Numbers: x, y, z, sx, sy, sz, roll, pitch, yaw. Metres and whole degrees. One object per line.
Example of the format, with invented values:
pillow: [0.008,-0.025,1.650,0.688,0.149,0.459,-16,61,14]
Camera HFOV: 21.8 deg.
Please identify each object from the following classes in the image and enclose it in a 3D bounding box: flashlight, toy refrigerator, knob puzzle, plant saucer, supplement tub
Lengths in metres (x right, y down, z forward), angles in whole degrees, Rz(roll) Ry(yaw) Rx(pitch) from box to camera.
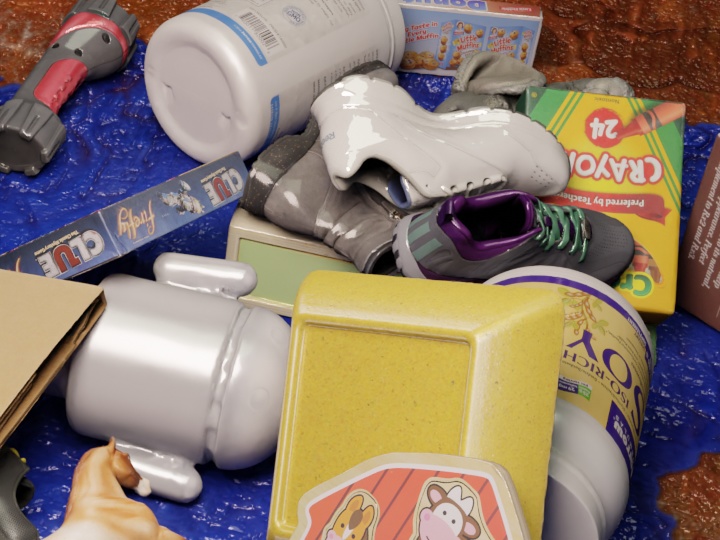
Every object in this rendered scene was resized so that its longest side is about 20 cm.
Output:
flashlight: [-0.245,-0.153,1.559,0.068,0.068,0.200,43,37,-19]
toy refrigerator: [0.000,0.000,1.410,0.200,0.076,0.070,12,38,2]
knob puzzle: [0.023,0.193,1.081,0.220,0.220,0.030,41,18,33]
plant saucer: [0.020,0.102,1.144,0.200,0.200,0.048,5,-4,37]
supplement tub: [0.113,0.106,1.245,0.145,0.146,0.200,15,38,6]
supplement tub: [-0.071,-0.180,1.575,0.132,0.132,0.200,33,42,26]

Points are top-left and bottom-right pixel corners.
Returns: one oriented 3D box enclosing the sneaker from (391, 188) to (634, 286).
sneaker: [0.126,-0.021,1.320,0.200,0.088,0.075,-3,71,-30]

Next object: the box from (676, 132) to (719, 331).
box: [0.377,-0.038,1.469,0.164,0.166,0.200,36,44,27]

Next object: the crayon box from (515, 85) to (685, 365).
crayon box: [0.177,-0.034,1.426,0.127,0.051,0.200,5,77,-5]

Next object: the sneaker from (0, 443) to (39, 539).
sneaker: [-0.256,0.128,1.205,0.085,0.075,0.200,4,44,-23]

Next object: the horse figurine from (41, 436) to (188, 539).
horse figurine: [-0.162,0.192,1.129,0.133,0.050,0.200,45,45,4]

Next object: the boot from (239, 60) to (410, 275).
boot: [0.011,-0.070,1.401,0.132,0.070,0.200,29,48,13]

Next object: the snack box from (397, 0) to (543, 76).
snack box: [0.061,-0.213,1.694,0.200,0.072,0.024,5,38,-8]

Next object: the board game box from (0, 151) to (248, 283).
board game box: [-0.177,-0.026,1.327,0.135,0.035,0.200,-22,5,28]

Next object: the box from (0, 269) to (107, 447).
box: [-0.287,0.051,1.198,0.200,0.021,0.164,9,43,23]

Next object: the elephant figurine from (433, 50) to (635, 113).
elephant figurine: [0.119,-0.117,1.538,0.200,0.155,0.142,10,76,5]

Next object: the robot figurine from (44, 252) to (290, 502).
robot figurine: [-0.122,0.068,1.264,0.200,0.113,0.170,14,77,4]

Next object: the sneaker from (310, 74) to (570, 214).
sneaker: [0.058,-0.074,1.348,0.200,0.075,0.087,9,57,-16]
